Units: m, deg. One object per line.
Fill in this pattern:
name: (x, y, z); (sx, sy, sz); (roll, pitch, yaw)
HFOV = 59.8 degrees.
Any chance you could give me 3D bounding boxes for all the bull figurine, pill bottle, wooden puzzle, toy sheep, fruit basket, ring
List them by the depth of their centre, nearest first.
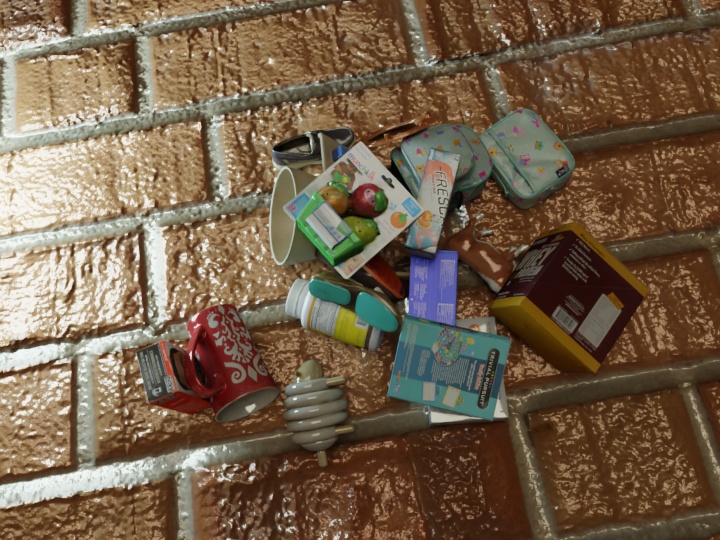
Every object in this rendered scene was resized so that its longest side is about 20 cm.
fruit basket: (-0.013, -0.115, 1.156); (0.200, 0.094, 0.185); (-41, 82, -2)
toy sheep: (-0.082, 0.270, 1.191); (0.137, 0.138, 0.202); (-10, 77, 0)
pill bottle: (-0.045, 0.083, 1.262); (0.199, 0.109, 0.110); (18, 73, 10)
bull figurine: (0.274, -0.025, 1.304); (0.200, 0.065, 0.121); (40, 74, 13)
wooden puzzle: (-0.002, -0.188, 1.310); (0.046, 0.185, 0.201); (-35, 51, 33)
ring: (0.073, -0.308, 1.362); (0.199, 0.200, 0.019); (-22, 109, -4)

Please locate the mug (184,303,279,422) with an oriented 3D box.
mug: (-0.261, 0.169, 1.217); (0.133, 0.178, 0.201); (-27, 67, -3)

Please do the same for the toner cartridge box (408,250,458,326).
toner cartridge box: (0.141, 0.062, 1.227); (0.094, 0.043, 0.202); (3, 79, 4)

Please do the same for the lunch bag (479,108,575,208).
lunch bag: (0.357, -0.242, 1.366); (0.160, 0.077, 0.201); (-31, 72, -7)

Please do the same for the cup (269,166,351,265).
cup: (-0.097, -0.109, 1.306); (0.142, 0.200, 0.202); (2, 69, -22)

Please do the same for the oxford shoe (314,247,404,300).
oxford shoe: (0.000, 0.000, 1.244); (0.200, 0.071, 0.073); (38, 119, -6)

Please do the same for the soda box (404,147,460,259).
soda box: (0.139, -0.128, 1.205); (0.063, 0.068, 0.201); (14, 84, 8)

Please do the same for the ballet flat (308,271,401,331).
ballet flat: (-0.002, 0.050, 1.190); (0.199, 0.068, 0.072); (21, 31, 17)

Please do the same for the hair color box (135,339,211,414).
hair color box: (-0.345, 0.208, 1.188); (0.061, 0.200, 0.102); (-22, 71, 0)

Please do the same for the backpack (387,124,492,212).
backpack: (0.178, -0.221, 1.335); (0.199, 0.154, 0.177); (-22, 67, -13)

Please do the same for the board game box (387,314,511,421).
board game box: (0.162, 0.179, 1.163); (0.198, 0.047, 0.152); (13, 96, 4)

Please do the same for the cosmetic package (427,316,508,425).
cosmetic package: (0.202, 0.198, 1.238); (0.150, 0.052, 0.201); (-4, 70, 0)

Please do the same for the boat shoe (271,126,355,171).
boat shoe: (-0.107, -0.282, 1.417); (0.199, 0.065, 0.072); (-17, 69, -3)

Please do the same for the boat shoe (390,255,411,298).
boat shoe: (0.099, 0.008, 1.310); (0.198, 0.072, 0.072); (-10, 41, 7)

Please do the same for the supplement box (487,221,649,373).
supplement box: (0.395, 0.053, 1.200); (0.197, 0.133, 0.200); (41, 76, -7)
